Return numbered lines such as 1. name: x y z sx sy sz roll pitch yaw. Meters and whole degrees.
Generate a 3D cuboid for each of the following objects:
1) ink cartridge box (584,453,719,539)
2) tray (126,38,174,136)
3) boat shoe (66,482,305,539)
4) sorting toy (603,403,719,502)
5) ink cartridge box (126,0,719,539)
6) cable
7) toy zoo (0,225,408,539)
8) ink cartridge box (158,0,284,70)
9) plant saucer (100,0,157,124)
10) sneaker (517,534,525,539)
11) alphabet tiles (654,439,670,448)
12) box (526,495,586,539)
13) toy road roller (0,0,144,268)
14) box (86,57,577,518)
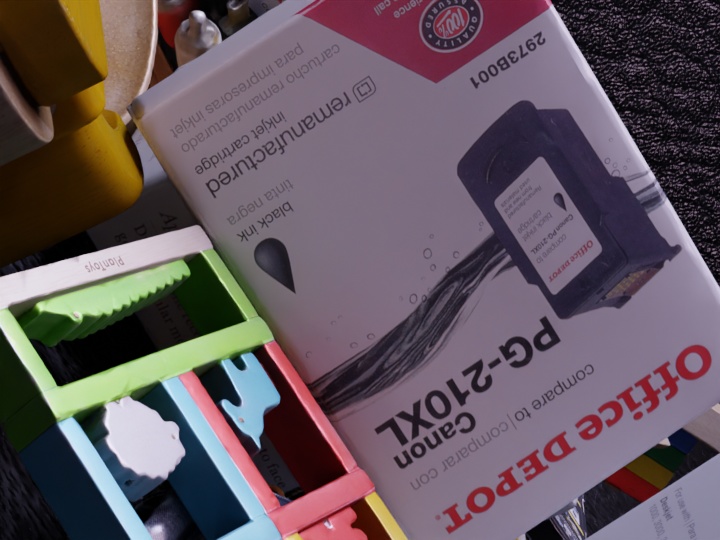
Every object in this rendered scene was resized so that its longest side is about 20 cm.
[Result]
1. ink cartridge box: 0.090 0.178 0.775 0.145 0.200 0.085 52 10 -20
2. tray: -0.113 -0.079 1.109 0.099 0.037 0.200 41 17 -55
3. boat shoe: -0.043 0.095 0.787 0.091 0.071 0.200 53 11 -8
4. sorting toy: 0.081 0.030 1.231 0.200 0.070 0.199 32 8 -40
5. ink cartridge box: 0.030 -0.012 0.826 0.201 0.144 0.084 57 -2 -12
6. cable: -0.080 -0.089 1.192 0.097 0.050 0.200 45 -24 22
7. toy zoo: -0.034 0.081 0.707 0.200 0.020 0.131 56 27 8
8. ink cartridge box: -0.043 -0.142 1.216 0.146 0.084 0.200 53 -26 -16
9. plant saucer: -0.154 -0.146 0.974 0.200 0.035 0.201 41 42 -50
10. sneaker: 0.042 0.083 1.170 0.200 0.070 0.090 -95 167 -66
11. alphabet tiles: 0.095 -0.011 1.066 0.201 0.006 0.166 69 13 12
12. box: 0.064 0.087 1.380 0.200 0.049 0.161 54 12 -10
13. toy road roller: -0.129 -0.052 0.718 0.200 0.122 0.146 -106 171 -61
14. box: 0.000 0.000 0.986 0.200 0.130 0.200 62 16 -16
